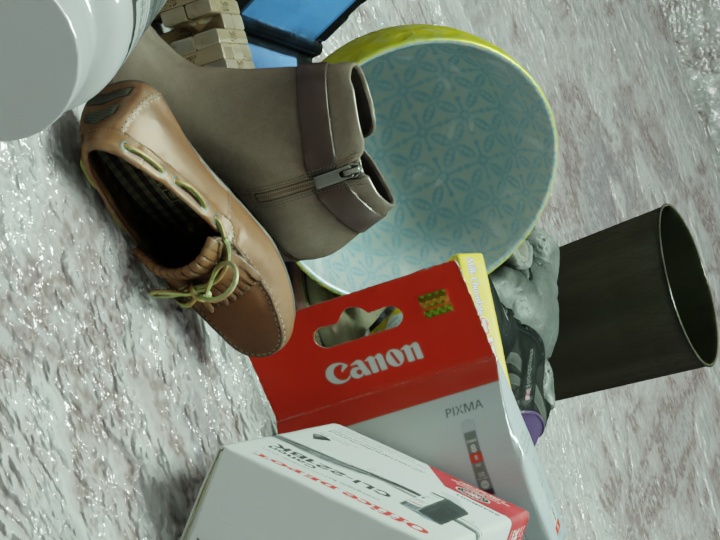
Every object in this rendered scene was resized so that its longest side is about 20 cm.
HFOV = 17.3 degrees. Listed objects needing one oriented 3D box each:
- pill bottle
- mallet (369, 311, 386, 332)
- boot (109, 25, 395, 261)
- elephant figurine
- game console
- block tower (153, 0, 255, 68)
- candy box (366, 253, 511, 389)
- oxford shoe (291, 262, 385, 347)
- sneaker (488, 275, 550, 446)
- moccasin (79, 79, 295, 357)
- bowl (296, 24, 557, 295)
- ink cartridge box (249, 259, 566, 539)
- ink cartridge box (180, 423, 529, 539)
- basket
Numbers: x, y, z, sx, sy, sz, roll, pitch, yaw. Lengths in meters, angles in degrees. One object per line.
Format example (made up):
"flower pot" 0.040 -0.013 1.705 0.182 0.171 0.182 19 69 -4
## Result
"pill bottle" -0.166 -0.151 1.247 0.200 0.115 0.116 -69 138 -62
"mallet" 0.034 0.093 1.703 0.066 0.041 0.201 122 -39 -53
"boot" -0.067 -0.098 1.442 0.201 0.145 0.070 67 21 -16
"elephant figurine" 0.063 -0.004 1.806 0.200 0.154 0.142 41 63 -46
"game console" -0.026 -0.148 1.635 0.200 0.117 0.172 5 75 -70
"block tower" -0.109 -0.157 1.524 0.058 0.054 0.201 -12 86 -73
"candy box" 0.042 0.072 1.602 0.200 0.026 0.103 136 -55 -59
"oxford shoe" 0.000 0.000 1.670 0.200 0.073 0.071 -76 147 -57
"sneaker" 0.092 0.056 1.726 0.088 0.075 0.201 -48 139 -38
"moccasin" -0.101 -0.018 1.393 0.078 0.073 0.202 -75 148 -43
"bowl" 0.023 -0.088 1.610 0.201 0.199 0.108 60 0 -35
"ink cartridge box" 0.024 0.112 1.495 0.050 0.161 0.201 -62 132 -65
"ink cartridge box" -0.001 0.159 1.385 0.084 0.144 0.200 -69 163 8
"basket" 0.181 0.041 1.968 0.180 0.199 0.137 -44 115 -71
